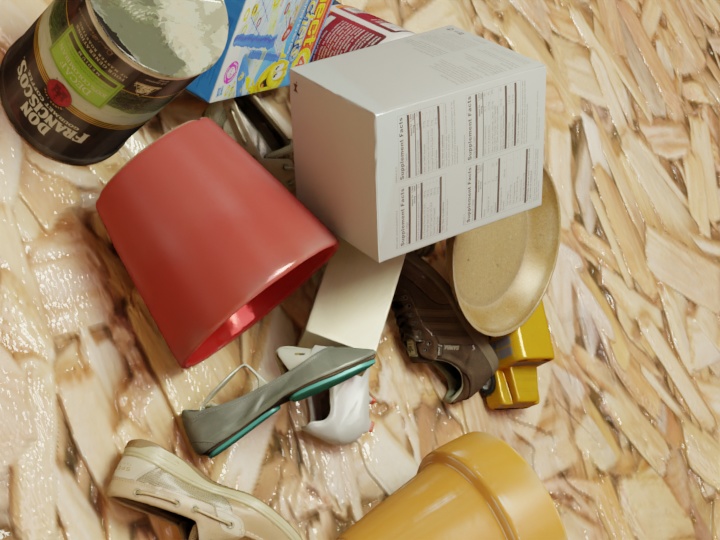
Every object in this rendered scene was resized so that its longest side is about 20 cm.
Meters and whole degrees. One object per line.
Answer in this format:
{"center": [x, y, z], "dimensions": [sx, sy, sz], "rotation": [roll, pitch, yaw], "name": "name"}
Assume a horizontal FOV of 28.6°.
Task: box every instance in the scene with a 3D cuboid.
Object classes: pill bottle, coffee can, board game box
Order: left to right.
{"center": [-0.237, -0.207, 1.341], "dimensions": [0.145, 0.200, 0.148], "rotation": [17, 61, -32], "name": "coffee can"}
{"center": [-0.093, -0.281, 1.439], "dimensions": [0.056, 0.201, 0.196], "rotation": [31, 25, 17], "name": "board game box"}
{"center": [0.020, -0.213, 1.537], "dimensions": [0.112, 0.200, 0.114], "rotation": [-16, 120, -29], "name": "pill bottle"}

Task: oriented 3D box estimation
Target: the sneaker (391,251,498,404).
{"center": [0.074, 0.060, 1.552], "dimensions": [0.076, 0.070, 0.200], "rotation": [-46, 106, -20], "name": "sneaker"}

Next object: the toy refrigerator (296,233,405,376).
{"center": [0.000, 0.000, 1.453], "dimensions": [0.075, 0.070, 0.201], "rotation": [19, 63, -4], "name": "toy refrigerator"}

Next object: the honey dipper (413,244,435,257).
{"center": [-0.001, -0.023, 1.559], "dimensions": [0.199, 0.038, 0.038], "rotation": [-9, 76, -39], "name": "honey dipper"}

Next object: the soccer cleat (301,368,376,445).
{"center": [-0.023, 0.081, 1.476], "dimensions": [0.077, 0.069, 0.202], "rotation": [15, 65, -30], "name": "soccer cleat"}

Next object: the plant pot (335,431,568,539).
{"center": [0.078, 0.286, 1.396], "dimensions": [0.182, 0.200, 0.202], "rotation": [-22, 84, -26], "name": "plant pot"}

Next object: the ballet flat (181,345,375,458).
{"center": [-0.082, 0.108, 1.359], "dimensions": [0.199, 0.067, 0.064], "rotation": [-30, 82, -2], "name": "ballet flat"}

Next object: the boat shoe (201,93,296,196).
{"center": [-0.086, -0.109, 1.497], "dimensions": [0.200, 0.065, 0.072], "rotation": [52, 46, -1], "name": "boat shoe"}

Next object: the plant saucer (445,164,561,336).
{"center": [0.149, -0.031, 1.539], "dimensions": [0.199, 0.035, 0.202], "rotation": [-15, 110, -46], "name": "plant saucer"}

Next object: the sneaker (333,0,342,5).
{"center": [-0.070, -0.302, 1.593], "dimensions": [0.199, 0.084, 0.076], "rotation": [7, 66, -36], "name": "sneaker"}

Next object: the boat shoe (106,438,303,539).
{"center": [-0.144, 0.232, 1.315], "dimensions": [0.199, 0.071, 0.065], "rotation": [32, 60, -14], "name": "boat shoe"}

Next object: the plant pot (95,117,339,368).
{"center": [-0.146, -0.035, 1.355], "dimensions": [0.200, 0.200, 0.178], "rotation": [-34, 84, -42], "name": "plant pot"}

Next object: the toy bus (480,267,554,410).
{"center": [0.170, 0.055, 1.631], "dimensions": [0.065, 0.078, 0.202], "rotation": [3, 69, -37], "name": "toy bus"}

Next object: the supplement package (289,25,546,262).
{"center": [0.055, -0.128, 1.369], "dimensions": [0.199, 0.152, 0.152], "rotation": [-19, 123, -29], "name": "supplement package"}
